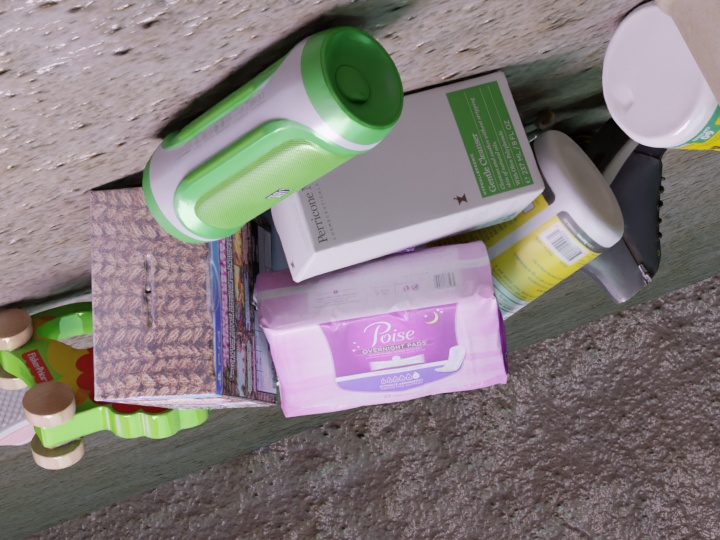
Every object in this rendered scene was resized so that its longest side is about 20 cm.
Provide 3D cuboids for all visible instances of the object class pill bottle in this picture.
[{"bbox_3d":[0.295,-0.151,1.286,0.199,0.114,0.112,-1,161,-41],"label":"pill bottle"},{"bbox_3d":[0.119,-0.022,1.401,0.199,0.113,0.112,-35,164,22],"label":"pill bottle"}]

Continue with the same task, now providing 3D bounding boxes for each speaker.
[{"bbox_3d":[-0.063,-0.088,1.095,0.088,0.089,0.199,-8,165,-46],"label":"speaker"}]

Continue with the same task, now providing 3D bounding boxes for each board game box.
[{"bbox_3d":[-0.137,0.027,1.301,0.096,0.162,0.200,-4,172,10],"label":"board game box"}]

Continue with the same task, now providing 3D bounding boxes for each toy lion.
[{"bbox_3d":[-0.225,0.088,1.467,0.190,0.200,0.069,-19,128,-21],"label":"toy lion"}]

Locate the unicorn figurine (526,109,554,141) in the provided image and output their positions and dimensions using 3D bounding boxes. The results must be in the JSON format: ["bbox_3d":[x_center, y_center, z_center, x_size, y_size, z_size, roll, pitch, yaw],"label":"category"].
[{"bbox_3d":[0.127,-0.092,1.492,0.198,0.075,0.137,8,156,-24],"label":"unicorn figurine"}]

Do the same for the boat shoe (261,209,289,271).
[{"bbox_3d":[-0.047,-0.035,1.452,0.197,0.074,0.065,-6,-166,-9],"label":"boat shoe"}]

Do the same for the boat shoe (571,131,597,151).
[{"bbox_3d":[0.225,-0.110,1.607,0.072,0.072,0.200,-50,154,5],"label":"boat shoe"}]

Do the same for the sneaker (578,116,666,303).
[{"bbox_3d":[0.255,-0.073,1.498,0.201,0.106,0.075,-51,-160,-14],"label":"sneaker"}]

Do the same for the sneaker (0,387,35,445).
[{"bbox_3d":[-0.433,0.177,1.840,0.198,0.076,0.105,-20,166,-19],"label":"sneaker"}]

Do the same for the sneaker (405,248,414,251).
[{"bbox_3d":[0.000,0.000,1.502,0.198,0.081,0.089,-16,-147,-11],"label":"sneaker"}]

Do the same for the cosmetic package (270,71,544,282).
[{"bbox_3d":[0.030,-0.074,1.279,0.198,0.109,0.085,-17,170,-19],"label":"cosmetic package"}]

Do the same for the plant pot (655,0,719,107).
[{"bbox_3d":[0.306,-0.162,1.100,0.198,0.185,0.201,-18,170,-3],"label":"plant pot"}]

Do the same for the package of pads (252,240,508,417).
[{"bbox_3d":[0.018,0.047,1.326,0.198,0.076,0.121,-9,136,4],"label":"package of pads"}]
